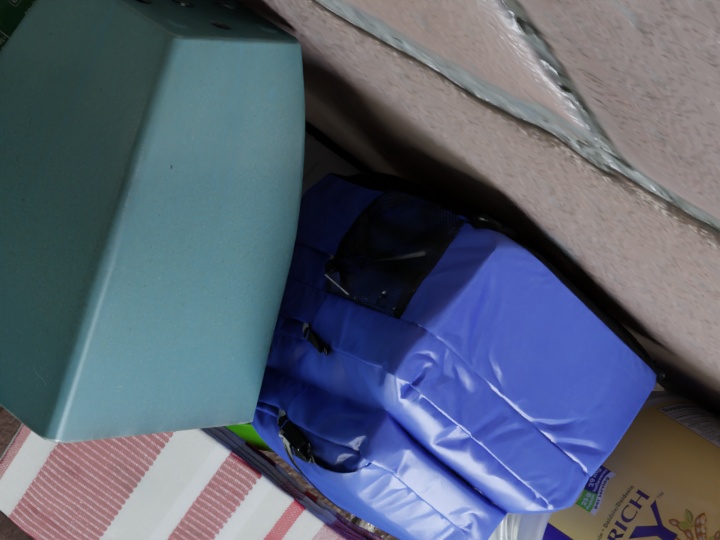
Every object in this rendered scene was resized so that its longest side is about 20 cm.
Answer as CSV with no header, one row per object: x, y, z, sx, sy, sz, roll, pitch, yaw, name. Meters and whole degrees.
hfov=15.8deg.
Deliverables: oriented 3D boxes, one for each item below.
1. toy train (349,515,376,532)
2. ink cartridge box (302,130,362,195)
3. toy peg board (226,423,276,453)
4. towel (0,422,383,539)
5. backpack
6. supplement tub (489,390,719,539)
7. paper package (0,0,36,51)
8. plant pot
0.067,0.147,1.746,0.116,0.200,0.085,34,175,-19,toy train
0.000,0.000,1.549,0.200,0.085,0.145,38,175,8,ink cartridge box
-0.075,0.104,1.548,0.097,0.201,0.199,11,-179,4,toy peg board
-0.099,0.136,1.408,0.200,0.144,0.023,37,-145,1,towel
0.020,0.041,1.359,0.163,0.168,0.200,47,170,-33,backpack
0.175,0.152,1.380,0.200,0.146,0.145,32,172,42,supplement tub
-0.170,-0.075,1.415,0.103,0.200,0.191,35,174,27,paper package
-0.115,-0.040,1.283,0.141,0.201,0.141,-3,-150,-48,plant pot
